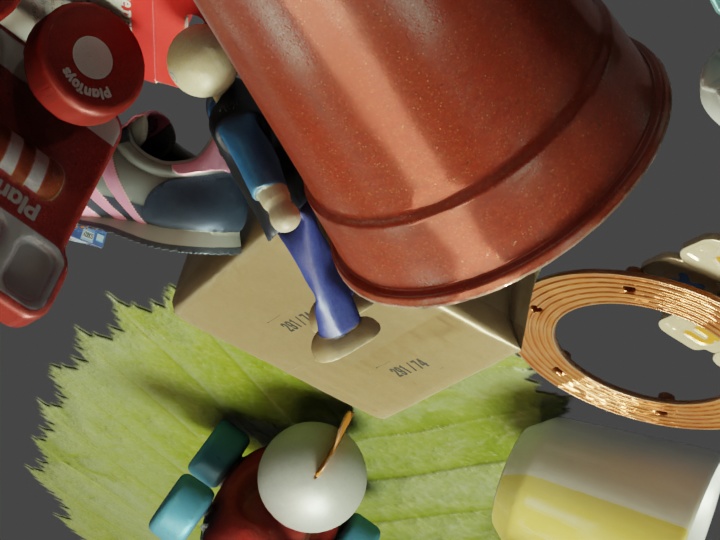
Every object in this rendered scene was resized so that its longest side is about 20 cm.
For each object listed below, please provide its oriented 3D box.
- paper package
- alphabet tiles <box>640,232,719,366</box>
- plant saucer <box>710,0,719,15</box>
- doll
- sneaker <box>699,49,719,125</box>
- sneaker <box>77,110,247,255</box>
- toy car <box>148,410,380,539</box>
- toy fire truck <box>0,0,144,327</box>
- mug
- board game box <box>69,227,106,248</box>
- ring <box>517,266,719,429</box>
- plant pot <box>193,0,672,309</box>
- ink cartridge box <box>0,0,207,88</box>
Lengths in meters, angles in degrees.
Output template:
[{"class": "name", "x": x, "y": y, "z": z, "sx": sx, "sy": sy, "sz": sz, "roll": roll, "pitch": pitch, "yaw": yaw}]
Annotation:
[{"class": "paper package", "x": 0.000, "y": 0.000, "z": 1.115, "sx": 0.190, "sy": 0.104, "sz": 0.200, "roll": 28, "pitch": 150, "yaw": -15}, {"class": "alphabet tiles", "x": 0.287, "y": 0.026, "z": 1.067, "sx": 0.195, "sy": 0.015, "sz": 0.200, "roll": 31, "pitch": 150, "yaw": -18}, {"class": "plant saucer", "x": 0.247, "y": -0.154, "z": 0.777, "sx": 0.200, "sy": 0.019, "sz": 0.070, "roll": -3, "pitch": 144, "yaw": 35}, {"class": "doll", "x": -0.047, "y": -0.047, "z": 0.922, "sx": 0.048, "sy": 0.137, "sz": 0.200, "roll": -24, "pitch": 113, "yaw": 6}, {"class": "sneaker", "x": 0.262, "y": -0.055, "z": 0.881, "sx": 0.200, "sy": 0.078, "sz": 0.099, "roll": 24, "pitch": 155, "yaw": -4}, {"class": "sneaker", "x": -0.154, "y": -0.066, "z": 1.066, "sx": 0.200, "sy": 0.082, "sz": 0.070, "roll": 14, "pitch": -169, "yaw": 27}, {"class": "toy car", "x": -0.048, "y": 0.186, "z": 1.463, "sx": 0.184, "sy": 0.177, "sz": 0.200, "roll": 36, "pitch": 122, "yaw": -2}, {"class": "toy fire truck", "x": -0.223, "y": -0.085, "z": 0.894, "sx": 0.200, "sy": 0.168, "sz": 0.112, "roll": 37, "pitch": 145, "yaw": -27}, {"class": "mug", "x": 0.179, "y": 0.192, "z": 1.276, "sx": 0.153, "sy": 0.187, "sz": 0.150, "roll": 20, "pitch": 118, "yaw": 18}, {"class": "board game box", "x": -0.298, "y": -0.063, "z": 1.216, "sx": 0.200, "sy": 0.035, "sz": 0.135, "roll": 13, "pitch": 176, "yaw": 13}, {"class": "ring", "x": 0.198, "y": 0.052, "z": 1.138, "sx": 0.200, "sy": 0.019, "sz": 0.201, "roll": 16, "pitch": 151, "yaw": 9}, {"class": "plant pot", "x": 0.022, "y": -0.120, "z": 0.818, "sx": 0.200, "sy": 0.201, "sz": 0.195, "roll": -6, "pitch": 134, "yaw": 39}, {"class": "ink cartridge box", "x": -0.158, "y": -0.179, "z": 0.940, "sx": 0.200, "sy": 0.067, "sz": 0.116, "roll": 18, "pitch": 152, "yaw": 4}]
